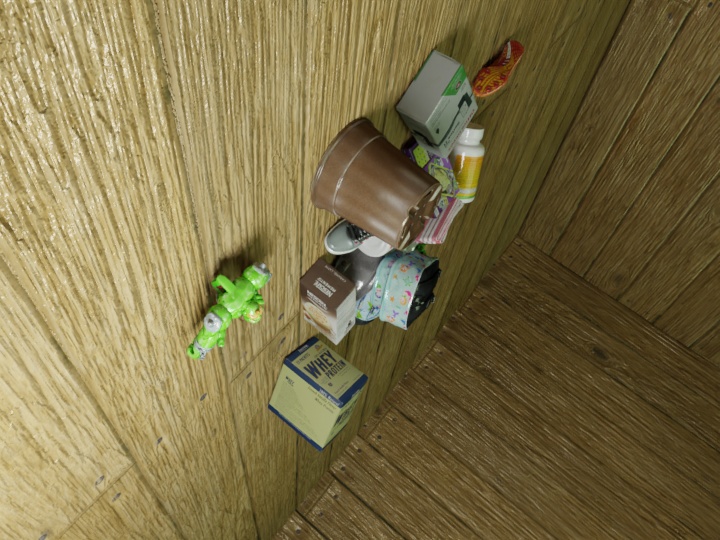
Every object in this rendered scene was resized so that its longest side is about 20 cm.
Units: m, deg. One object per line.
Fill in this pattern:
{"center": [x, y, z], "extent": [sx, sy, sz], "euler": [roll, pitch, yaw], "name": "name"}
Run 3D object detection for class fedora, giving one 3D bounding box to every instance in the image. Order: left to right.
{"center": [0.000, 0.000, 1.603], "extent": [0.201, 0.090, 0.177], "euler": [-53, 164, -9], "name": "fedora"}

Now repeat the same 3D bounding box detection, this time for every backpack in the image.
{"center": [0.042, 0.044, 1.751], "extent": [0.163, 0.152, 0.203], "euler": [-36, 143, -62], "name": "backpack"}
{"center": [0.108, 0.044, 1.570], "extent": [0.200, 0.148, 0.180], "euler": [-46, 153, -66], "name": "backpack"}

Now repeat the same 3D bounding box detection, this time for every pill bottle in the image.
{"center": [0.074, -0.119, 1.551], "extent": [0.199, 0.112, 0.113], "euler": [-35, 154, -50], "name": "pill bottle"}
{"center": [0.278, -0.298, 1.743], "extent": [0.111, 0.110, 0.203], "euler": [-32, 137, -53], "name": "pill bottle"}

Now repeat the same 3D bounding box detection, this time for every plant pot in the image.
{"center": [0.039, -0.155, 1.230], "extent": [0.201, 0.197, 0.201], "euler": [-47, 161, -21], "name": "plant pot"}

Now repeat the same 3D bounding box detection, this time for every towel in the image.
{"center": [0.159, -0.124, 1.647], "extent": [0.030, 0.198, 0.147], "euler": [50, 58, -33], "name": "towel"}

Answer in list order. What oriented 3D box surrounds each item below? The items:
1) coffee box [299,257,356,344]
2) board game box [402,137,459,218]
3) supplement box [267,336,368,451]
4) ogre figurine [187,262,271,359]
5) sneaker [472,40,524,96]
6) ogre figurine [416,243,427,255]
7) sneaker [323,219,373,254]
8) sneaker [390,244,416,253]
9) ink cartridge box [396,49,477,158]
{"center": [-0.075, 0.076, 1.502], "extent": [0.080, 0.114, 0.201], "euler": [-46, 160, -23], "name": "coffee box"}
{"center": [0.175, -0.243, 1.553], "extent": [0.120, 0.032, 0.202], "euler": [-44, 127, -26], "name": "board game box"}
{"center": [-0.117, 0.331, 1.720], "extent": [0.134, 0.199, 0.202], "euler": [-34, 153, -51], "name": "supplement box"}
{"center": [-0.219, 0.059, 1.089], "extent": [0.198, 0.099, 0.120], "euler": [-30, 172, -25], "name": "ogre figurine"}
{"center": [0.362, -0.516, 1.672], "extent": [0.200, 0.073, 0.077], "euler": [-46, 172, -20], "name": "sneaker"}
{"center": [0.152, -0.066, 1.889], "extent": [0.120, 0.098, 0.202], "euler": [-30, 153, -59], "name": "ogre figurine"}
{"center": [0.019, -0.099, 1.370], "extent": [0.198, 0.085, 0.121], "euler": [-27, 176, -16], "name": "sneaker"}
{"center": [0.140, -0.115, 1.733], "extent": [0.099, 0.075, 0.200], "euler": [29, 118, -30], "name": "sneaker"}
{"center": [0.172, -0.353, 1.382], "extent": [0.148, 0.083, 0.200], "euler": [-58, 157, 1], "name": "ink cartridge box"}
